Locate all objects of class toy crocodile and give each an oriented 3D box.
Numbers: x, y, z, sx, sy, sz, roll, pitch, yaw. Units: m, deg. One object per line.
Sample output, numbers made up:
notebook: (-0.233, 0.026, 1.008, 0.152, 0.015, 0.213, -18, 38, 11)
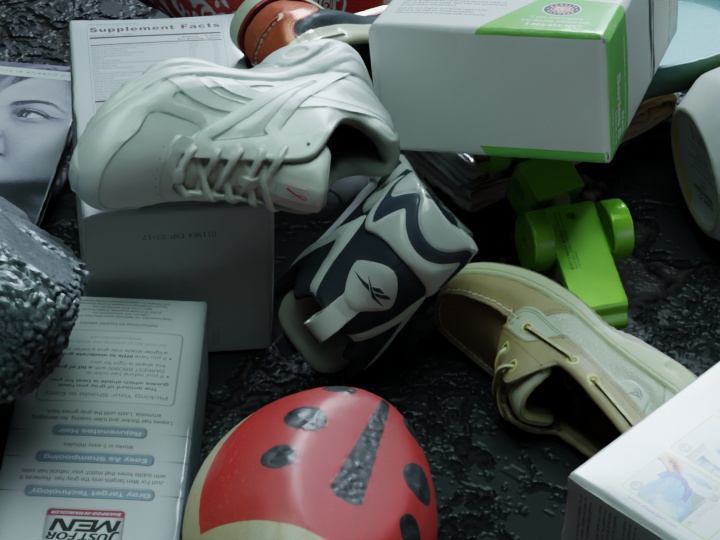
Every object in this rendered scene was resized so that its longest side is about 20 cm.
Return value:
toy crocodile: (0.117, -0.046, 1.372, 0.067, 0.062, 0.201, -13, 63, -17)

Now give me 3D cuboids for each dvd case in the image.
dvd case: (-0.262, -0.079, 1.403, 0.147, 0.016, 0.201, 5, 36, 3)

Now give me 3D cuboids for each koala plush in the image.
koala plush: (-0.250, 0.049, 1.139, 0.176, 0.201, 0.184, 31, 5, 0)

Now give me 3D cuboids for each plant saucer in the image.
plant saucer: (0.184, -0.162, 1.475, 0.198, 0.036, 0.200, -6, 29, 3)

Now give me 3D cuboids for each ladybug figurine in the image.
ladybug figurine: (-0.018, 0.124, 1.131, 0.135, 0.072, 0.201, 28, 35, -7)

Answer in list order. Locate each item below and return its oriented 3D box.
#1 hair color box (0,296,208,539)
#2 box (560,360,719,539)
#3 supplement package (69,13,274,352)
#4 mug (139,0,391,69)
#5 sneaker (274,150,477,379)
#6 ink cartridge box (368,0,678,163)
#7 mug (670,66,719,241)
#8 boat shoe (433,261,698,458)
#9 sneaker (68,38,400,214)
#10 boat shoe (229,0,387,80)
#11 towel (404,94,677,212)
hair color box: (-0.138, 0.100, 1.189, 0.098, 0.061, 0.201, 2, 39, 0)
box: (0.203, 0.122, 1.141, 0.101, 0.113, 0.199, 31, 47, 32)
supplement package: (-0.118, -0.055, 1.339, 0.113, 0.110, 0.201, -3, 40, -8)
mug: (-0.055, -0.215, 1.487, 0.177, 0.134, 0.200, -31, 39, -14)
sneaker: (0.000, 0.000, 1.306, 0.129, 0.080, 0.199, -40, 13, 4)
ink cartridge box: (0.105, -0.147, 1.341, 0.144, 0.085, 0.200, 5, 29, 19)
mug: (0.279, -0.075, 1.399, 0.152, 0.187, 0.151, -15, 74, -8)
boat shoe: (0.109, 0.058, 1.244, 0.199, 0.074, 0.066, 27, 51, 38)
sneaker: (-0.062, -0.068, 1.216, 0.199, 0.078, 0.099, -19, 49, -26)
boat shoe: (0.003, -0.130, 1.382, 0.199, 0.072, 0.063, 8, 27, -50)
towel: (0.084, -0.131, 1.509, 0.190, 0.032, 0.200, -25, 48, -30)
